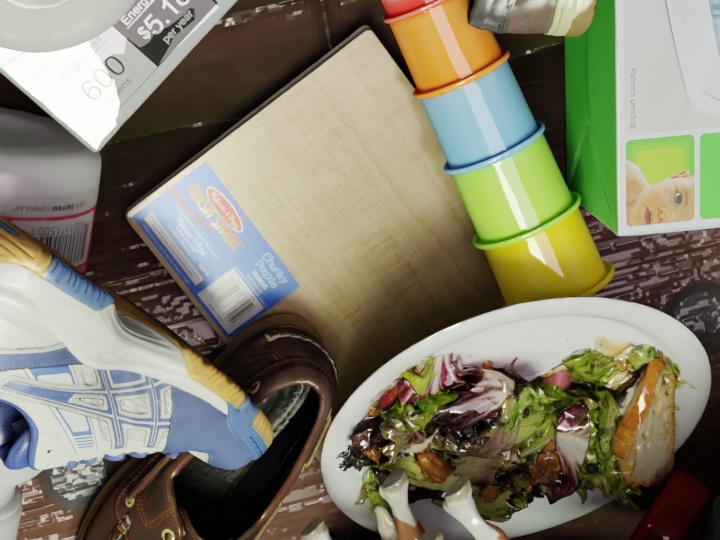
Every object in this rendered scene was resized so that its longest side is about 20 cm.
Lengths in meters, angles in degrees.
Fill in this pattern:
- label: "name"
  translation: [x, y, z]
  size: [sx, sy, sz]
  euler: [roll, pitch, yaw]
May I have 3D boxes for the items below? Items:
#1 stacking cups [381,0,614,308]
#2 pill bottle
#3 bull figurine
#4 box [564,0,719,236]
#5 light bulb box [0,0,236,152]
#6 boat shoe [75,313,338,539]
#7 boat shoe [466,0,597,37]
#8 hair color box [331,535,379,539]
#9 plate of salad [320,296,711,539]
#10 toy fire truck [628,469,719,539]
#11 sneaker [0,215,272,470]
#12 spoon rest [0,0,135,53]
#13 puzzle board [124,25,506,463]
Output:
- label: "stacking cups"
  translation: [0.061, -0.078, 1.055]
  size: [0.060, 0.061, 0.200]
  euler: [-23, 103, -5]
- label: "pill bottle"
  translation: [-0.187, 0.030, 1.014]
  size: [0.112, 0.112, 0.201]
  euler: [7, 105, -15]
- label: "bull figurine"
  translation: [0.056, 0.153, 1.005]
  size: [0.065, 0.200, 0.122]
  euler: [-44, 106, -27]
- label: "box"
  translation: [0.192, -0.130, 1.060]
  size: [0.176, 0.097, 0.201]
  euler: [-4, 107, -9]
- label: "light bulb box"
  translation: [-0.129, -0.198, 0.950]
  size: [0.200, 0.125, 0.198]
  euler: [41, 95, -21]
- label: "boat shoe"
  translation: [-0.080, 0.113, 1.079]
  size: [0.070, 0.070, 0.200]
  euler: [26, 108, -21]
- label: "boat shoe"
  translation: [0.071, -0.206, 1.004]
  size: [0.065, 0.073, 0.201]
  euler: [-5, 89, -13]
- label: "hair color box"
  translation: [0.071, 0.203, 1.153]
  size: [0.199, 0.061, 0.100]
  euler: [8, 104, -15]
- label: "plate of salad"
  translation: [0.080, 0.085, 1.085]
  size: [0.199, 0.048, 0.200]
  euler: [-10, 142, -8]
- label: "toy fire truck"
  translation: [0.193, 0.134, 1.057]
  size: [0.112, 0.200, 0.168]
  euler: [35, 125, 9]
- label: "sneaker"
  translation: [-0.122, 0.052, 0.964]
  size: [0.200, 0.075, 0.088]
  euler: [37, 86, -43]
- label: "spoon rest"
  translation: [-0.107, -0.176, 0.873]
  size: [0.099, 0.061, 0.200]
  euler: [25, 113, -18]
- label: "puzzle board"
  translation: [0.000, 0.000, 1.099]
  size: [0.151, 0.017, 0.200]
  euler: [-37, 110, 2]
